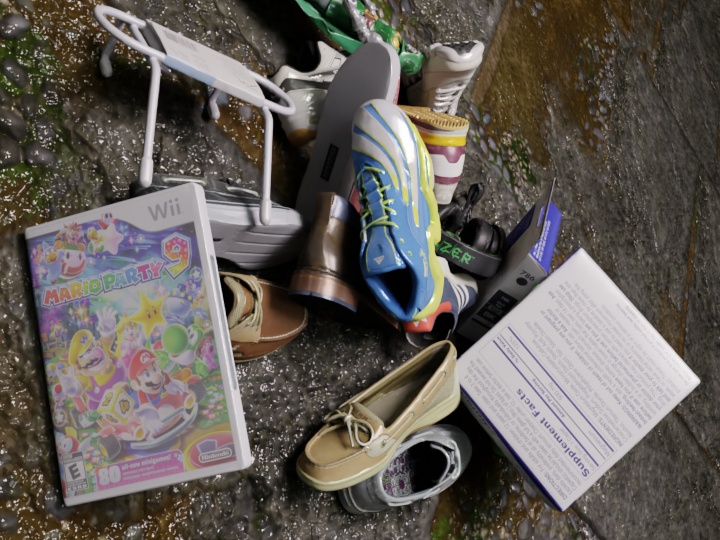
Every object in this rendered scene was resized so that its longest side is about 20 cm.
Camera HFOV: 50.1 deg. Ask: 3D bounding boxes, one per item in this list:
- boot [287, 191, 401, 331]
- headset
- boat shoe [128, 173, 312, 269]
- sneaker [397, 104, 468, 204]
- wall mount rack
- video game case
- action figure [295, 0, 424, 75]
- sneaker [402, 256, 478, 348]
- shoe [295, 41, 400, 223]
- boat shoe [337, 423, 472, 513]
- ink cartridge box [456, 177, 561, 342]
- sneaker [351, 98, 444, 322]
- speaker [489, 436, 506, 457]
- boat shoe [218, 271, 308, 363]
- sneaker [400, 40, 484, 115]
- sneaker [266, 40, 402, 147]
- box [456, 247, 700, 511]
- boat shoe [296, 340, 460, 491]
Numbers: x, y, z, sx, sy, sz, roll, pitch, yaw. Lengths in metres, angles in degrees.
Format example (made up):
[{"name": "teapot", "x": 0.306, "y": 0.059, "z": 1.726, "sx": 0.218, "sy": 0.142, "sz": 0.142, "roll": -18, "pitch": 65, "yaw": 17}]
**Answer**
[{"name": "boot", "x": 0.000, "y": 0.000, "z": 0.746, "sx": 0.200, "sy": 0.073, "sz": 0.100, "roll": 34, "pitch": 63, "yaw": -64}, {"name": "headset", "x": 0.117, "y": -0.054, "z": 0.896, "sx": 0.122, "sy": 0.095, "sz": 0.200, "roll": 30, "pitch": 14, "yaw": 5}, {"name": "boat shoe", "x": -0.115, "y": -0.051, "z": 0.682, "sx": 0.198, "sy": 0.072, "sz": 0.072, "roll": 9, "pitch": 47, "yaw": -56}, {"name": "sneaker", "x": 0.053, "y": -0.131, "z": 0.843, "sx": 0.073, "sy": 0.200, "sz": 0.092, "roll": 2, "pitch": 106, "yaw": -16}, {"name": "wall mount rack", "x": -0.136, "y": -0.132, "z": 0.641, "sx": 0.197, "sy": 0.075, "sz": 0.175, "roll": 15, "pitch": 31, "yaw": -43}, {"name": "video game case", "x": -0.163, "y": 0.053, "z": 0.555, "sx": 0.018, "sy": 0.140, "sz": 0.205, "roll": 25, "pitch": 52, "yaw": -78}, {"name": "action figure", "x": -0.015, "y": -0.275, "z": 0.818, "sx": 0.198, "sy": 0.055, "sz": 0.119, "roll": 35, "pitch": 34, "yaw": -11}, {"name": "sneaker", "x": 0.081, "y": 0.043, "z": 0.834, "sx": 0.199, "sy": 0.073, "sz": 0.087, "roll": 22, "pitch": 67, "yaw": -65}, {"name": "shoe", "x": 0.005, "y": -0.125, "z": 0.776, "sx": 0.090, "sy": 0.071, "sz": 0.204, "roll": -5, "pitch": 124, "yaw": -51}, {"name": "boat shoe", "x": 0.065, "y": 0.202, "z": 0.787, "sx": 0.198, "sy": 0.071, "sz": 0.072, "roll": -6, "pitch": 80, "yaw": -47}, {"name": "ink cartridge box", "x": 0.179, "y": -0.006, "z": 0.888, "sx": 0.039, "sy": 0.201, "sz": 0.101, "roll": 27, "pitch": 51, "yaw": -3}, {"name": "sneaker", "x": 0.031, "y": -0.049, "z": 0.676, "sx": 0.105, "sy": 0.074, "sz": 0.205, "roll": -46, "pitch": 121, "yaw": -73}, {"name": "speaker", "x": 0.200, "y": 0.122, "z": 0.949, "sx": 0.087, "sy": 0.087, "sz": 0.205, "roll": 26, "pitch": 59, "yaw": -38}, {"name": "boat shoe", "x": -0.116, "y": 0.037, "z": 0.648, "sx": 0.197, "sy": 0.073, "sz": 0.078, "roll": 1, "pitch": 76, "yaw": -47}, {"name": "sneaker", "x": 0.096, "y": -0.214, "z": 0.895, "sx": 0.073, "sy": 0.200, "sz": 0.083, "roll": -5, "pitch": 93, "yaw": -8}, {"name": "sneaker", "x": -0.024, "y": -0.215, "z": 0.831, "sx": 0.089, "sy": 0.075, "sz": 0.200, "roll": 59, "pitch": 43, "yaw": -14}, {"name": "box", "x": 0.220, "y": 0.119, "z": 0.835, "sx": 0.199, "sy": 0.105, "sz": 0.185, "roll": -40, "pitch": 78, "yaw": -5}, {"name": "boat shoe", "x": 0.020, "y": 0.134, "z": 0.733, "sx": 0.198, "sy": 0.073, "sz": 0.065, "roll": -24, "pitch": 125, "yaw": -31}]
